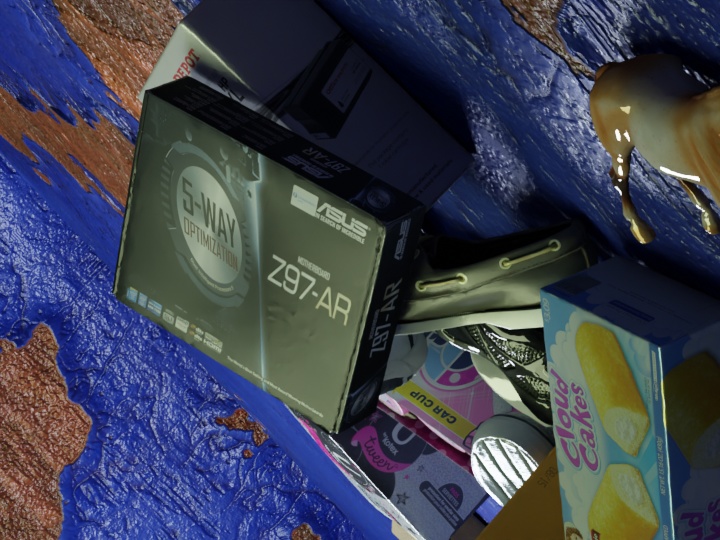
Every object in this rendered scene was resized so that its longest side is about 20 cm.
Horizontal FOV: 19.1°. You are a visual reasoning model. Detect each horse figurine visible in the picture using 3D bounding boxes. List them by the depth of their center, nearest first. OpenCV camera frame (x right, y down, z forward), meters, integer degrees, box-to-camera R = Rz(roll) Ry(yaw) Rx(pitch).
[{"bbox_3d":[0.157,-0.054,0.999,0.200,0.050,0.133,40,158,55],"label":"horse figurine"}]

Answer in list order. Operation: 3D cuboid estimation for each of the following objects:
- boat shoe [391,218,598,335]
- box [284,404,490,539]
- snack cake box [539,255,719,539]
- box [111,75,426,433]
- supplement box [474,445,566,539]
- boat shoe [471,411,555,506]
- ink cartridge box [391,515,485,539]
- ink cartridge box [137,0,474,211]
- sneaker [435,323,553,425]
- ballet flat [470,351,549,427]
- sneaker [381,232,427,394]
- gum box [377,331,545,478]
[{"bbox_3d":[0.059,0.004,1.371,0.202,0.072,0.060,-5,105,29],"label":"boat shoe"},{"bbox_3d":[0.038,0.153,2.067,0.200,0.132,0.115,50,169,-34],"label":"box"},{"bbox_3d":[0.175,0.105,1.295,0.115,0.067,0.200,27,131,52],"label":"snack cake box"},{"bbox_3d":[-0.063,-0.011,1.374,0.200,0.044,0.160,30,124,26],"label":"box"},{"bbox_3d":[0.155,0.150,1.419,0.067,0.200,0.069,35,171,39],"label":"supplement box"},{"bbox_3d":[0.132,0.142,1.517,0.074,0.067,0.200,14,153,28],"label":"boat shoe"},{"bbox_3d":[0.134,0.359,2.685,0.200,0.075,0.165,41,171,9],"label":"ink cartridge box"},{"bbox_3d":[-0.041,-0.097,1.437,0.200,0.084,0.145,44,156,-1],"label":"ink cartridge box"},{"bbox_3d":[0.094,0.014,1.482,0.199,0.076,0.114,47,160,51],"label":"sneaker"},{"bbox_3d":[0.172,0.096,1.541,0.200,0.069,0.069,37,170,-6],"label":"ballet flat"},{"bbox_3d":[0.000,0.000,1.584,0.079,0.199,0.130,-14,117,29],"label":"sneaker"},{"bbox_3d":[0.089,0.085,1.651,0.200,0.114,0.066,33,165,44],"label":"gum box"}]
